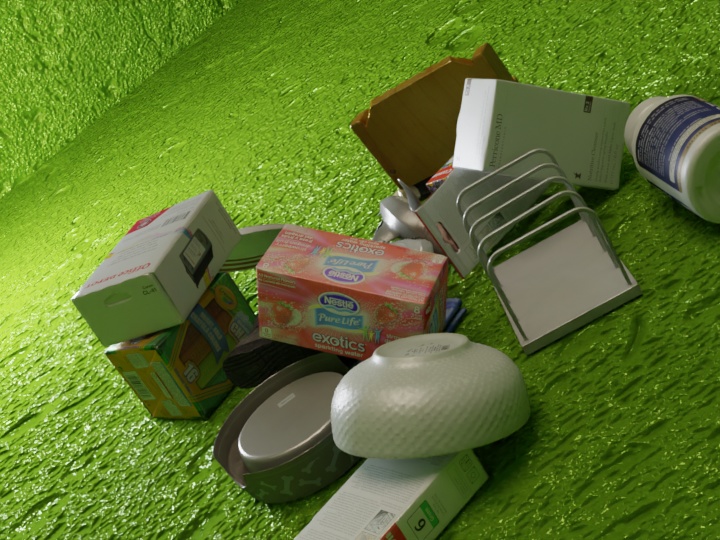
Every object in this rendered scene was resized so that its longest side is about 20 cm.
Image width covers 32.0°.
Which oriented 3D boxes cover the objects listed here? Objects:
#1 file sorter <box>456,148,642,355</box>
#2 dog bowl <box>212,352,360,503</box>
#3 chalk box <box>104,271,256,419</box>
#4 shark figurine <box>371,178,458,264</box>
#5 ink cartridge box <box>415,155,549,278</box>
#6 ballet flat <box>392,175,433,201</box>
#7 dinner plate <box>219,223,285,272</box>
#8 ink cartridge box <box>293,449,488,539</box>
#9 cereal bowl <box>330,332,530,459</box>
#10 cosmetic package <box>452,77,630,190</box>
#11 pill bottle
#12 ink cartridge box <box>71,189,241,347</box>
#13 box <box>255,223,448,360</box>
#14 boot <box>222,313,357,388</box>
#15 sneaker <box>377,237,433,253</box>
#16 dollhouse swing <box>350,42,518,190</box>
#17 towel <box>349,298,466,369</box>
[{"bbox_3d":[0.197,-0.030,1.384,0.138,0.125,0.200,-29,24,7],"label":"file sorter"},{"bbox_3d":[-0.065,0.175,1.385,0.199,0.059,0.200,-26,23,12],"label":"dog bowl"},{"bbox_3d":[-0.213,0.086,1.665,0.123,0.125,0.200,-6,35,46],"label":"chalk box"},{"bbox_3d":[0.042,-0.056,1.640,0.089,0.128,0.214,-44,23,-6],"label":"shark figurine"},{"bbox_3d":[0.143,-0.090,1.563,0.200,0.109,0.050,-46,17,-29],"label":"ink cartridge box"},{"bbox_3d":[0.095,-0.140,1.783,0.066,0.057,0.200,-15,18,38],"label":"ballet flat"},{"bbox_3d":[-0.156,-0.036,1.810,0.198,0.024,0.200,-12,-11,-3],"label":"dinner plate"},{"bbox_3d":[0.016,0.236,1.173,0.200,0.051,0.109,-45,26,-25],"label":"ink cartridge box"},{"bbox_3d":[0.064,0.113,1.223,0.198,0.084,0.200,-9,8,1],"label":"cereal bowl"},{"bbox_3d":[0.218,-0.164,1.514,0.198,0.114,0.081,3,7,-27],"label":"cosmetic package"},{"bbox_3d":[0.369,-0.132,1.391,0.111,0.112,0.200,-31,23,0],"label":"pill bottle"},{"bbox_3d":[-0.263,-0.004,1.639,0.147,0.086,0.201,-17,27,31],"label":"ink cartridge box"},{"bbox_3d":[-0.009,0.029,1.401,0.198,0.103,0.095,13,37,15],"label":"box"},{"bbox_3d":[-0.069,0.069,1.533,0.198,0.070,0.132,-10,27,28],"label":"boot"},{"bbox_3d":[0.000,0.000,1.520,0.114,0.076,0.199,6,-11,-29],"label":"sneaker"},{"bbox_3d":[0.110,-0.236,1.696,0.199,0.182,0.177,-26,37,22],"label":"dollhouse swing"},{"bbox_3d":[0.019,0.089,1.496,0.199,0.024,0.147,-7,34,44],"label":"towel"}]
